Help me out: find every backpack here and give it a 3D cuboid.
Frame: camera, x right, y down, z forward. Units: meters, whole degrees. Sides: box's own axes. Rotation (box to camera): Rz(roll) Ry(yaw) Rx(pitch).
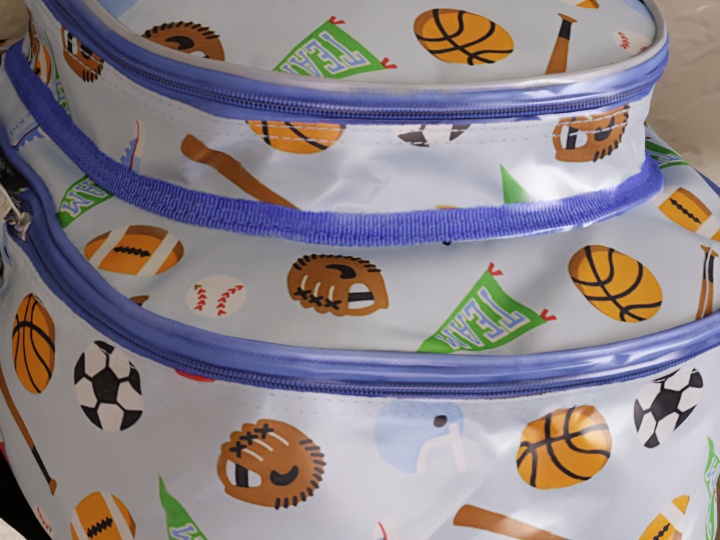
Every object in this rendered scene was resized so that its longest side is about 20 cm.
[{"bbox_3d":[0.000,0.000,0.655,0.199,0.191,0.155,-9,126,-17],"label":"backpack"}]

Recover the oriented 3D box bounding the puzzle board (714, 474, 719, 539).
[{"bbox_3d":[0.063,0.042,0.751,0.150,0.200,0.017,-12,111,-12],"label":"puzzle board"}]
